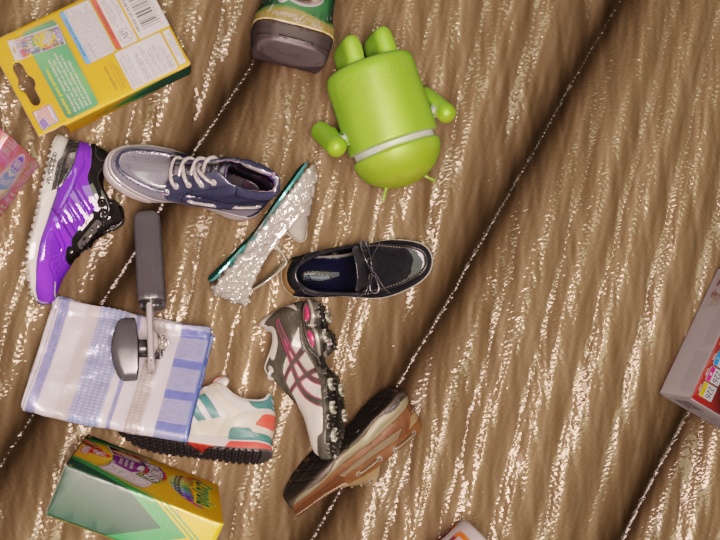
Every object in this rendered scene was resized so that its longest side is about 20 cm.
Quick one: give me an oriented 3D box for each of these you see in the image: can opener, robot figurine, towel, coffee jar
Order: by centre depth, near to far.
[{"bbox_3d":[-0.257,0.027,1.049,0.066,0.053,0.202,1,69,-11],"label":"can opener"},{"bbox_3d":[-0.283,0.114,1.051,0.198,0.024,0.148,12,64,-3],"label":"towel"},{"bbox_3d":[-0.074,-0.351,1.109,0.103,0.085,0.202,11,85,-14],"label":"coffee jar"},{"bbox_3d":[0.029,-0.193,1.110,0.174,0.116,0.202,-20,92,-16],"label":"robot figurine"}]

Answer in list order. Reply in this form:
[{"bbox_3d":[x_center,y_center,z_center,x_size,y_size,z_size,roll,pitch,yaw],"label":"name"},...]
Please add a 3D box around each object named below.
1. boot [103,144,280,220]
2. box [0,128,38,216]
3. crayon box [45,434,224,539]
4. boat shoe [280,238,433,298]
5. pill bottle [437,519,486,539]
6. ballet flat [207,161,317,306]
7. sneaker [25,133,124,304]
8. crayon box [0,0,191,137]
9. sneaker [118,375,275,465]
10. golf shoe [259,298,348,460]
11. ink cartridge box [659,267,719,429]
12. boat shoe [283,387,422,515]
[{"bbox_3d":[-0.196,-0.116,1.055,0.198,0.090,0.073,11,71,-24],"label":"boot"},{"bbox_3d":[-0.431,-0.121,0.973,0.102,0.200,0.095,36,82,-8],"label":"box"},{"bbox_3d":[-0.244,0.253,0.998,0.171,0.200,0.059,23,85,-10],"label":"crayon box"},{"bbox_3d":[0.000,0.000,1.126,0.198,0.062,0.075,-6,88,-13],"label":"boat shoe"},{"bbox_3d":[0.090,0.416,1.104,0.200,0.114,0.114,-39,96,-10],"label":"pill bottle"},{"bbox_3d":[-0.107,-0.040,1.107,0.072,0.072,0.200,39,90,-7],"label":"ballet flat"},{"bbox_3d":[-0.332,-0.054,1.058,0.099,0.070,0.202,11,87,-13],"label":"sneaker"},{"bbox_3d":[-0.321,-0.255,1.075,0.199,0.052,0.126,-29,94,-11],"label":"crayon box"},{"bbox_3d":[-0.198,0.174,1.088,0.198,0.070,0.094,9,60,-2],"label":"sneaker"},{"bbox_3d":[-0.068,0.136,1.092,0.087,0.077,0.202,-14,66,9],"label":"golf shoe"},{"bbox_3d":[0.537,0.123,1.217,0.175,0.084,0.201,29,82,-9],"label":"ink cartridge box"},{"bbox_3d":[-0.004,0.235,1.112,0.200,0.076,0.074,-41,105,-4],"label":"boat shoe"}]
